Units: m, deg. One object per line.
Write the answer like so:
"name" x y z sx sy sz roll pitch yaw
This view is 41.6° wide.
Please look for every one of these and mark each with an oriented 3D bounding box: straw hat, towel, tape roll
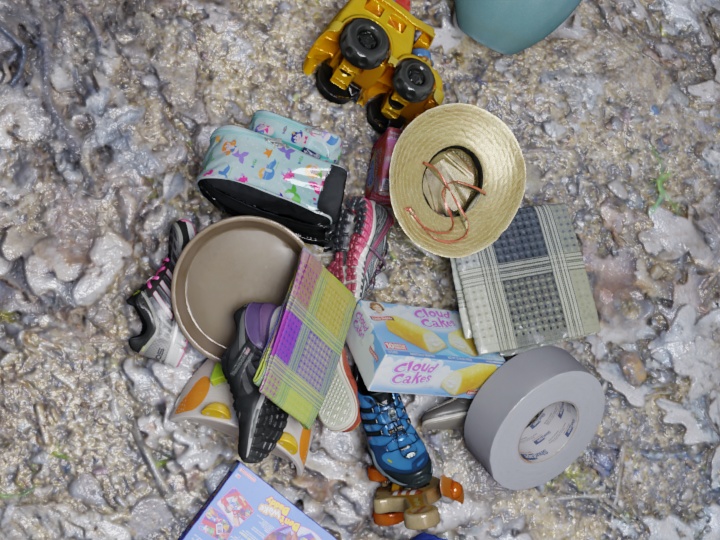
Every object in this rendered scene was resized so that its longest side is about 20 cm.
"straw hat" 0.119 -0.118 1.281 0.198 0.085 0.204 0 90 -9
"towel" -0.067 0.086 1.206 0.023 0.144 0.202 2 62 32
"towel" 0.221 0.012 1.312 0.190 0.035 0.202 -8 75 -14
"tape roll" 0.244 0.207 1.324 0.198 0.066 0.202 -17 126 -24

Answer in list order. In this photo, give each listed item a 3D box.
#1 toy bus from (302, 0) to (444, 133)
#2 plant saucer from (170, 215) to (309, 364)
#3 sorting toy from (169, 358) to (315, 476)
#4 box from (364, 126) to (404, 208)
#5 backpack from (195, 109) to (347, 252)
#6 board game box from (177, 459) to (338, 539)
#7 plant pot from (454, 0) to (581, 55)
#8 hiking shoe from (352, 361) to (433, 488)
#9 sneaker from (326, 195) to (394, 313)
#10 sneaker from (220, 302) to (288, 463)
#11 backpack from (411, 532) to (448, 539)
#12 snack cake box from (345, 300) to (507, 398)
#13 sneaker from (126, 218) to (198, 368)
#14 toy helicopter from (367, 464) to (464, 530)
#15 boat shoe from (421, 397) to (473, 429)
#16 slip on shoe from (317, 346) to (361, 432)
"toy bus" 0.043 -0.321 1.380 0.199 0.136 0.193 32 61 -9
"plant saucer" -0.150 0.028 1.251 0.197 0.029 0.203 -1 97 -6
"sorting toy" -0.132 0.152 1.301 0.198 0.107 0.182 24 59 -9
"box" 0.114 -0.132 1.376 0.197 0.100 0.097 11 82 -11
"backpack" -0.118 -0.126 1.285 0.197 0.178 0.152 12 78 0
"board game box" -0.129 0.373 1.286 0.200 0.045 0.135 40 76 -5
"plant pot" 0.215 -0.402 1.404 0.198 0.201 0.136 25 114 -9
"hiking shoe" 0.032 0.202 1.274 0.074 0.087 0.200 -24 47 -13
"sneaker" 0.000 0.000 1.349 0.074 0.080 0.202 18 86 -41
"sneaker" -0.138 0.141 1.209 0.087 0.076 0.203 6 78 25
"backpack" 0.116 0.445 1.254 0.168 0.200 0.163 44 77 -4
"snack cake box" 0.089 0.109 1.304 0.198 0.116 0.068 7 125 -28
"sneaker" -0.269 0.027 1.282 0.086 0.074 0.203 9 86 -18
"toy helicopter" 0.082 0.308 1.263 0.130 0.200 0.080 -7 91 -3
"boat shoe" 0.173 0.186 1.375 0.198 0.067 0.058 -8 66 -19
"slip on shoe" -0.045 0.131 1.292 0.073 0.061 0.202 -23 60 7
